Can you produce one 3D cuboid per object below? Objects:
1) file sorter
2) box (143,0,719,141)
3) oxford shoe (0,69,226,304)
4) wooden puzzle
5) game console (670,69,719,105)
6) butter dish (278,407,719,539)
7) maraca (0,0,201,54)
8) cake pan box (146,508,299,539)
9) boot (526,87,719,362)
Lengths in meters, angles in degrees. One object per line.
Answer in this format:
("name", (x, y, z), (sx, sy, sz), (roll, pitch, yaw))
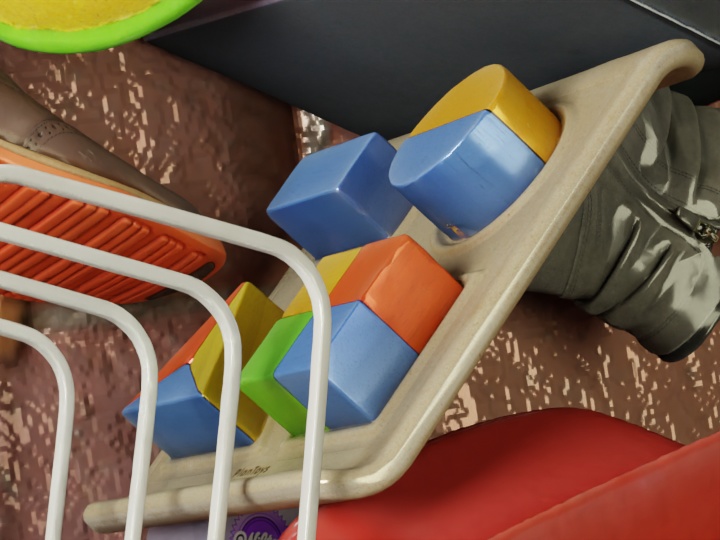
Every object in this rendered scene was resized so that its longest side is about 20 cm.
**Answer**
("file sorter", (-0.118, 0.058, 0.837), (0.138, 0.200, 0.125), (16, 70, -35))
("box", (0.040, -0.166, 0.986), (0.123, 0.200, 0.199), (20, 72, -35))
("oxford shoe", (-0.121, -0.044, 0.931), (0.200, 0.071, 0.073), (26, 47, -44))
("wooden puzzle", (0.000, 0.000, 0.926), (0.046, 0.185, 0.200), (46, 64, -15))
("game console", (0.142, -0.176, 1.175), (0.177, 0.031, 0.201), (-22, 98, -37))
("butter dish", (0.032, 0.120, 0.903), (0.199, 0.148, 0.201), (-21, 132, -35))
("maraca", (-0.074, -0.164, 0.940), (0.137, 0.107, 0.200), (29, 84, 15))
("cake pan box", (-0.007, 0.185, 0.998), (0.200, 0.052, 0.185), (25, 67, -33))
("boot", (0.097, -0.075, 1.092), (0.131, 0.070, 0.201), (18, 84, -22))
